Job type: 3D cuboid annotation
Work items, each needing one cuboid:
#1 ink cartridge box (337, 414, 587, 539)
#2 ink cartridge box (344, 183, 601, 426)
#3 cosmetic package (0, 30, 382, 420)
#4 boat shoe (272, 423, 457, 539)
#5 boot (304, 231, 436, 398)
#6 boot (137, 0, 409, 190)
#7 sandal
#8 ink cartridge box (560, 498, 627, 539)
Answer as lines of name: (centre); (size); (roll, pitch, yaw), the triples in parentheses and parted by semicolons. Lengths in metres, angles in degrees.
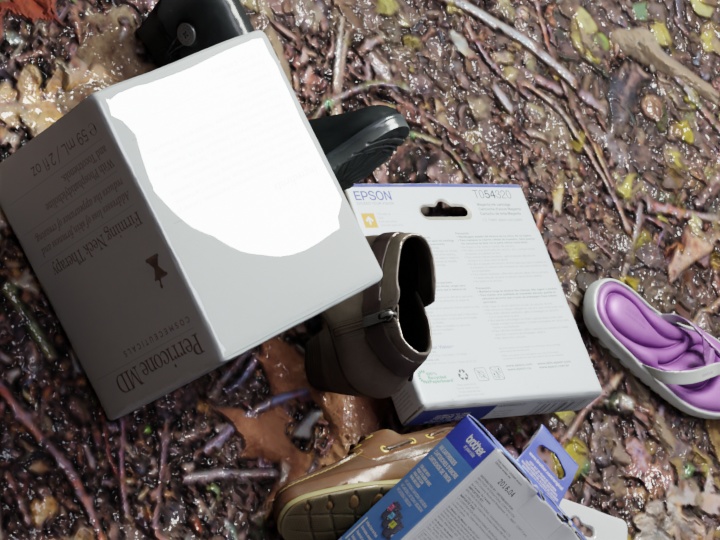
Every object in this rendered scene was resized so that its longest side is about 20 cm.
ink cartridge box: (0.082, 0.205, 1.513); (0.200, 0.076, 0.137); (-42, 114, 1)
ink cartridge box: (0.084, 0.025, 1.671); (0.195, 0.043, 0.201); (-1, 60, -38)
cosmetic package: (-0.125, -0.032, 1.461); (0.166, 0.167, 0.201); (-27, 90, -41)
boat shoe: (0.015, 0.162, 1.569); (0.199, 0.072, 0.068); (-10, 46, -32)
boot: (0.000, 0.000, 1.556); (0.070, 0.146, 0.202); (-3, 75, -35)
boot: (-0.068, -0.145, 1.535); (0.065, 0.164, 0.201); (-11, 70, -53)
sandal: (0.279, 0.071, 1.804); (0.202, 0.050, 0.083); (27, 59, -27)
ink cartridge box: (0.143, 0.285, 1.612); (0.115, 0.067, 0.202); (22, 62, -29)
